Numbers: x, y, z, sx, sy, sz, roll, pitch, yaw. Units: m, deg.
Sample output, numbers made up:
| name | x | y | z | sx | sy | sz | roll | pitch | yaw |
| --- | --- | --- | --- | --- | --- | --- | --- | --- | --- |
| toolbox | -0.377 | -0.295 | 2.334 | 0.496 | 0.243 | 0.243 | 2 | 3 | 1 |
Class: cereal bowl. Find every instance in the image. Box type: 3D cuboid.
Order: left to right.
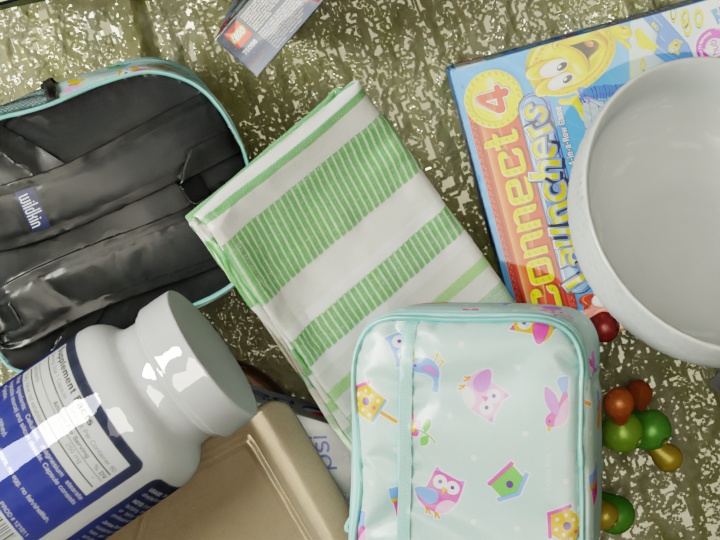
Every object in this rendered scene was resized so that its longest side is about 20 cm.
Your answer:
| name | x | y | z | sx | sy | sz | roll | pitch | yaw |
| --- | --- | --- | --- | --- | --- | --- | --- | --- | --- |
| cereal bowl | 0.218 | -0.028 | 1.655 | 0.199 | 0.083 | 0.201 | 6 | 66 | -15 |

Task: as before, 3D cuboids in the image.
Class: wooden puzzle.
| name | x | y | z | sx | sy | sz | roll | pitch | yaw |
| --- | --- | --- | --- | --- | --- | --- | --- | --- | --- |
| wooden puzzle | -0.090 | 0.202 | 1.686 | 0.199 | 0.037 | 0.186 | -29 | 99 | 10 |

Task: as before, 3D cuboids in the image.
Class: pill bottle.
| name | x | y | z | sx | sy | sz | roll | pitch | yaw |
| --- | --- | --- | --- | --- | --- | --- | --- | --- | --- |
| pill bottle | -0.170 | 0.106 | 1.617 | 0.199 | 0.116 | 0.116 | -34 | 95 | 8 |

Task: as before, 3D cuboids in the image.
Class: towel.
| name | x | y | z | sx | sy | sz | roll | pitch | yaw |
| --- | --- | --- | --- | --- | --- | --- | --- | --- | --- |
| towel | 0.000 | 0.000 | 1.662 | 0.152 | 0.023 | 0.200 | -41 | 107 | -19 |

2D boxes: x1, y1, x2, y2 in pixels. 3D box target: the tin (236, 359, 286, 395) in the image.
| name | x | y | z | sx | sy | sz | roll | pitch | yaw |
| --- | --- | --- | --- | --- | --- | --- | --- | --- | --- |
| tin | -0.097 | 0.161 | 1.772 | 0.111 | 0.042 | 0.201 | 1 | 96 | -5 |

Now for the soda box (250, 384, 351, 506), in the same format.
| name | x | y | z | sx | sy | sz | roll | pitch | yaw |
| --- | --- | --- | --- | --- | --- | --- | --- | --- | --- |
| soda box | -0.067 | 0.113 | 1.715 | 0.199 | 0.068 | 0.064 | 17 | 95 | -3 |

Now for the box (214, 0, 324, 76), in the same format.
| name | x | y | z | sx | sy | sz | roll | pitch | yaw |
| --- | --- | --- | --- | --- | --- | --- | --- | --- | --- |
| box | -0.010 | -0.220 | 1.667 | 0.040 | 0.137 | 0.200 | 40 | 103 | -8 |

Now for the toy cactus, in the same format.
| name | x | y | z | sx | sy | sz | roll | pitch | yaw |
| --- | --- | --- | --- | --- | --- | --- | --- | --- | --- |
| toy cactus | 0.120 | 0.100 | 1.717 | 0.164 | 0.200 | 0.103 | -9 | 54 | 12 |

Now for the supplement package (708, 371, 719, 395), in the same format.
| name | x | y | z | sx | sy | sz | roll | pitch | yaw |
| --- | --- | --- | --- | --- | --- | --- | --- | --- | --- |
| supplement package | 0.345 | 0.052 | 1.702 | 0.111 | 0.156 | 0.200 | 45 | 94 | -5 |

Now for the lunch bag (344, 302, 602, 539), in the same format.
| name | x | y | z | sx | sy | sz | roll | pitch | yaw |
| --- | --- | --- | --- | --- | --- | --- | --- | --- | --- |
| lunch bag | 0.068 | 0.121 | 1.615 | 0.159 | 0.077 | 0.201 | 2 | 94 | 12 |

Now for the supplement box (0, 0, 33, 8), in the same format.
| name | x | y | z | sx | sy | sz | roll | pitch | yaw |
| --- | --- | --- | --- | --- | --- | --- | --- | --- | --- |
| supplement box | -0.187 | -0.238 | 1.613 | 0.199 | 0.200 | 0.135 | -10 | 97 | 30 |

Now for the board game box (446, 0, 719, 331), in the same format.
| name | x | y | z | sx | sy | sz | roll | pitch | yaw |
| --- | --- | --- | --- | --- | --- | --- | --- | --- | --- |
| board game box | 0.175 | -0.064 | 1.739 | 0.195 | 0.056 | 0.201 | -16 | 96 | 1 |

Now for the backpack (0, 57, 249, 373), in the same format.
| name | x | y | z | sx | sy | sz | roll | pitch | yaw |
| --- | --- | --- | --- | --- | --- | --- | --- | --- | --- |
| backpack | -0.164 | -0.044 | 1.690 | 0.199 | 0.153 | 0.177 | -21 | 97 | 4 |
